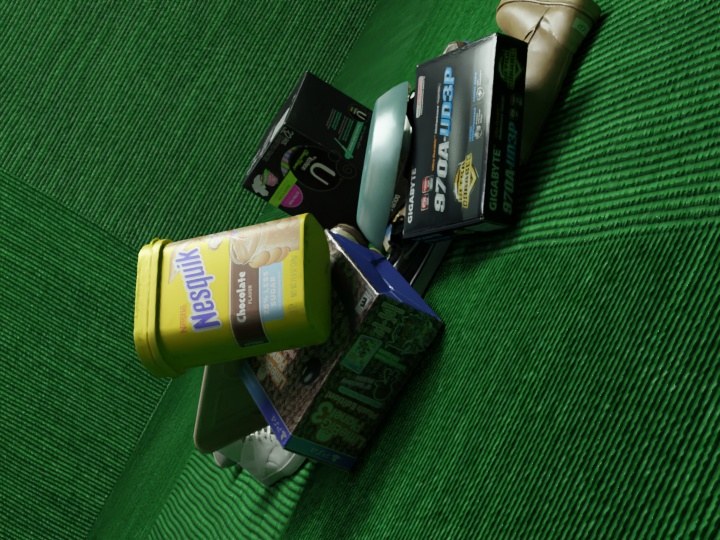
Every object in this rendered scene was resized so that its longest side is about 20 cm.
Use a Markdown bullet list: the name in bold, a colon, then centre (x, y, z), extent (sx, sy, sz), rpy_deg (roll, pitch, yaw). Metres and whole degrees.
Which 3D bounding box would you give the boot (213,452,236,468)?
- **boot**: centre (-0.166, 0.218, 2.032), extent (0.200, 0.072, 0.182), rpy_deg (-48, 1, 24)

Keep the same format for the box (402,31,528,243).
- **box**: centre (0.112, -0.138, 1.468), extent (0.158, 0.045, 0.203), rpy_deg (-10, 73, 60)

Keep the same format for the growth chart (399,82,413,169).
- **growth chart**: centre (0.112, -0.185, 1.648), extent (0.198, 0.018, 0.147), rpy_deg (-10, 61, 42)

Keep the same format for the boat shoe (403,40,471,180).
- **boat shoe**: centre (0.093, -0.186, 1.587), extent (0.072, 0.072, 0.203), rpy_deg (-32, 45, 57)

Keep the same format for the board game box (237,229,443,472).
- **board game box**: centre (-0.026, 0.087, 1.506), extent (0.201, 0.096, 0.160), rpy_deg (-58, 35, 12)

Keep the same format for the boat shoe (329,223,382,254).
- **boat shoe**: centre (-0.005, -0.002, 1.683), extent (0.075, 0.074, 0.203), rpy_deg (-55, -21, -27)

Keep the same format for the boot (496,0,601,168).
- **boot**: centre (0.172, -0.218, 1.543), extent (0.202, 0.066, 0.175), rpy_deg (-62, 25, -8)

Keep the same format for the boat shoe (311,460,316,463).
- **boat shoe**: centre (-0.027, 0.138, 1.616), extent (0.201, 0.060, 0.074), rpy_deg (-56, 11, 25)

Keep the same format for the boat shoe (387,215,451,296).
- **boat shoe**: centre (0.062, -0.032, 1.625), extent (0.201, 0.068, 0.074), rpy_deg (-61, 11, -3)

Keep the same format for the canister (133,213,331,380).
- **canister**: centre (-0.134, 0.025, 1.459), extent (0.197, 0.087, 0.151), rpy_deg (-12, 60, 17)

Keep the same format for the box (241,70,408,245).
- **box**: centre (-0.037, -0.147, 1.900), extent (0.149, 0.198, 0.125), rpy_deg (-48, 16, 44)

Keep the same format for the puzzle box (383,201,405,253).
- **puzzle box**: centre (0.070, -0.098, 1.881), extent (0.134, 0.025, 0.200), rpy_deg (-58, 11, 8)

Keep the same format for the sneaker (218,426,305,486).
- **sneaker**: centre (-0.129, 0.211, 1.759), extent (0.200, 0.115, 0.074), rpy_deg (-44, 17, 52)

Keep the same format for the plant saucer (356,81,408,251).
- **plant saucer**: centre (0.023, -0.126, 1.609), extent (0.200, 0.035, 0.203), rpy_deg (-170, 90, -88)

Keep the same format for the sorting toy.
- **sorting toy**: centre (-0.117, 0.107, 1.617), extent (0.184, 0.036, 0.202), rpy_deg (-23, -42, -35)
